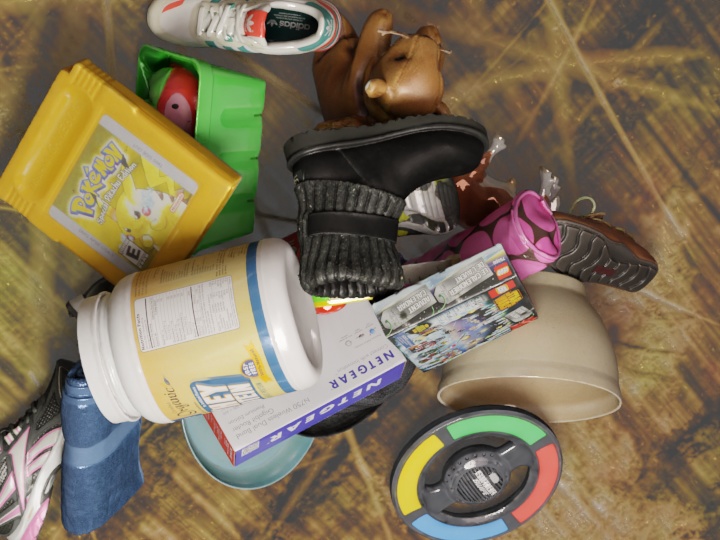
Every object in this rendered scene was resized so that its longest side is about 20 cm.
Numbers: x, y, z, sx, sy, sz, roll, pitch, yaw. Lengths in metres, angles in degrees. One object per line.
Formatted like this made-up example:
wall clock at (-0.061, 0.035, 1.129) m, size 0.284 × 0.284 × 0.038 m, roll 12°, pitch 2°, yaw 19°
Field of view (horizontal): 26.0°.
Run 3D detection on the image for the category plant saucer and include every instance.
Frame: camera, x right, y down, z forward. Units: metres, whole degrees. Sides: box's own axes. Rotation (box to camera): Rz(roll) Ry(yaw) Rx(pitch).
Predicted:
plant saucer at (-0.119, 0.131, 1.656) m, size 0.200 × 0.027 × 0.201 m, roll -3°, pitch 95°, yaw -44°

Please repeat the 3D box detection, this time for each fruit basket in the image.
fruit basket at (-0.212, -0.121, 1.555) m, size 0.215 × 0.155 × 0.216 m, roll -11°, pitch 111°, yaw -32°

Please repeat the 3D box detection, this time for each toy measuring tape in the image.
toy measuring tape at (0.000, 0.000, 1.539) m, size 0.200 × 0.074 × 0.074 m, roll -9°, pitch 104°, yaw 3°

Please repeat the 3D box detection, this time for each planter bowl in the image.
planter bowl at (0.187, 0.080, 1.716) m, size 0.200 × 0.200 × 0.135 m, roll 12°, pitch 69°, yaw -21°

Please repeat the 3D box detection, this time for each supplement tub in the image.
supplement tub at (-0.147, 0.060, 1.451) m, size 0.200 × 0.145 × 0.145 m, roll -15°, pitch 106°, yaw 8°

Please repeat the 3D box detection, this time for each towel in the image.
towel at (-0.260, 0.167, 1.577) m, size 0.048 × 0.112 × 0.200 m, roll 19°, pitch 124°, yaw 17°

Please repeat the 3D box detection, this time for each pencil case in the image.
pencil case at (0.126, -0.014, 1.653) m, size 0.091 × 0.200 × 0.094 m, roll 52°, pitch 43°, yaw -10°

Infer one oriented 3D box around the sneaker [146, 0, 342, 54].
sneaker at (-0.119, -0.254, 1.558) m, size 0.199 × 0.093 × 0.070 m, roll 6°, pitch 98°, yaw 2°

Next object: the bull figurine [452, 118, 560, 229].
bull figurine at (0.132, -0.088, 1.713) m, size 0.200 × 0.065 × 0.122 m, roll 32°, pitch 95°, yaw -23°

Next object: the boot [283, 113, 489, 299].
boot at (0.033, -0.057, 1.479) m, size 0.211 × 0.079 × 0.158 m, roll -8°, pitch 70°, yaw -11°

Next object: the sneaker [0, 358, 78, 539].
sneaker at (-0.345, 0.184, 1.600) m, size 0.086 × 0.080 × 0.200 m, roll 20°, pitch 88°, yaw -11°

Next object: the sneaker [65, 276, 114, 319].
sneaker at (-0.206, 0.071, 1.629) m, size 0.200 × 0.066 × 0.091 m, roll 43°, pitch 87°, yaw -19°

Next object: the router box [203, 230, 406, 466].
router box at (-0.084, 0.071, 1.571) m, size 0.200 × 0.049 × 0.180 m, roll -27°, pitch 70°, yaw -18°

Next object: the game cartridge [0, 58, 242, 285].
game cartridge at (-0.237, -0.082, 1.501) m, size 0.200 × 0.032 × 0.176 m, roll 36°, pitch 118°, yaw 1°

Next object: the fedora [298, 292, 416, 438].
fedora at (-0.009, 0.092, 1.660) m, size 0.200 × 0.092 × 0.201 m, roll -4°, pitch 97°, yaw -36°

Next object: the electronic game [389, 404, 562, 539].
electronic game at (0.131, 0.232, 1.757) m, size 0.200 × 0.042 × 0.200 m, roll -6°, pitch 125°, yaw -9°

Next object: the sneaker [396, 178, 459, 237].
sneaker at (0.022, -0.067, 1.603) m, size 0.200 × 0.085 × 0.075 m, roll -6°, pitch 88°, yaw -46°

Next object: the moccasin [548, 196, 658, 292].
moccasin at (0.256, -0.032, 1.738) m, size 0.201 × 0.078 × 0.074 m, roll 10°, pitch 128°, yaw -43°

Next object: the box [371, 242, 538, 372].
box at (0.098, 0.041, 1.541) m, size 0.137 × 0.200 × 0.040 m, roll -27°, pitch 73°, yaw 6°

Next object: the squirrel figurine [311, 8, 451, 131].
squirrel figurine at (0.023, -0.165, 1.597) m, size 0.141 × 0.187 × 0.200 m, roll 24°, pitch 92°, yaw -22°
